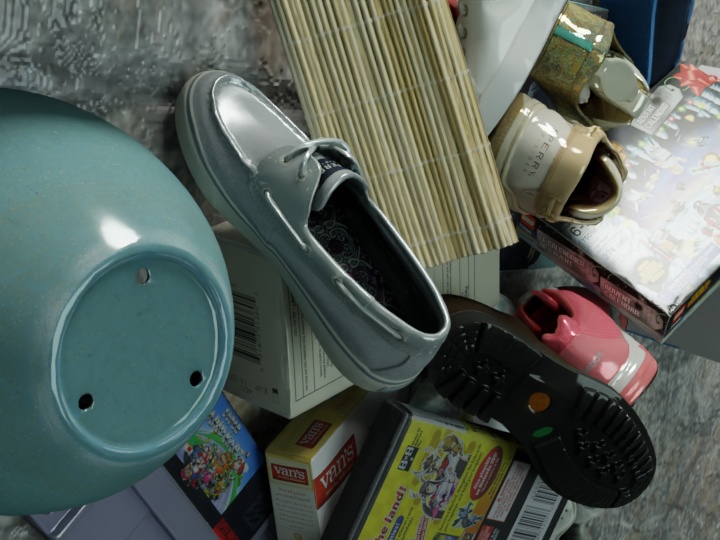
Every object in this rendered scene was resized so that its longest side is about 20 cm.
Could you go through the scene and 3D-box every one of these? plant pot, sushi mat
[{"bbox_3d":[-0.133,0.024,0.573,0.199,0.134,0.202,-12,108,-42],"label":"plant pot"},{"bbox_3d":[0.014,-0.098,0.704,0.012,0.095,0.202,-41,114,-80],"label":"sushi mat"}]

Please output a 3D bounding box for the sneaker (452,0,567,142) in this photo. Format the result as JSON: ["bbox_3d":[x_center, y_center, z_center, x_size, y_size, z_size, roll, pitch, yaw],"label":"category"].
[{"bbox_3d":[0.073,-0.158,0.727,0.201,0.084,0.073,-63,-175,10],"label":"sneaker"}]

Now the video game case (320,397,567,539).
[{"bbox_3d":[0.043,0.192,0.819,0.180,0.025,0.202,20,97,-41],"label":"video game case"}]

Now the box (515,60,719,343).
[{"bbox_3d":[0.229,-0.056,0.934,0.200,0.137,0.040,-40,153,-24],"label":"box"}]

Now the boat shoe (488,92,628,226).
[{"bbox_3d":[0.133,-0.058,0.811,0.074,0.069,0.200,-62,160,9],"label":"boat shoe"}]

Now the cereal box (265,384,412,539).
[{"bbox_3d":[-0.004,0.165,0.852,0.144,0.039,0.202,-46,138,-51],"label":"cereal box"}]

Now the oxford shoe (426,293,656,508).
[{"bbox_3d":[0.113,0.076,0.800,0.073,0.085,0.200,-43,115,9],"label":"oxford shoe"}]

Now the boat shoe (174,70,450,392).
[{"bbox_3d":[-0.020,-0.033,0.668,0.070,0.202,0.071,-29,170,-42],"label":"boat shoe"}]

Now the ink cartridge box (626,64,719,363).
[{"bbox_3d":[0.306,-0.049,1.071,0.200,0.146,0.147,-44,134,-30],"label":"ink cartridge box"}]

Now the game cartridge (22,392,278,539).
[{"bbox_3d":[-0.112,0.137,0.746,0.130,0.038,0.201,-47,136,-21],"label":"game cartridge"}]

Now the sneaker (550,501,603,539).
[{"bbox_3d":[0.161,0.157,1.033,0.074,0.088,0.202,-30,125,-37],"label":"sneaker"}]

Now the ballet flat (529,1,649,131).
[{"bbox_3d":[0.161,-0.128,0.863,0.200,0.070,0.071,17,92,-67],"label":"ballet flat"}]

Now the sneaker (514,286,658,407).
[{"bbox_3d":[0.146,0.036,0.908,0.087,0.200,0.074,41,96,-12],"label":"sneaker"}]

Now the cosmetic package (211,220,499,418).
[{"bbox_3d":[0.000,0.000,0.789,0.199,0.071,0.106,-23,120,-42],"label":"cosmetic package"}]

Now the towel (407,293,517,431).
[{"bbox_3d":[0.075,0.142,0.923,0.171,0.048,0.202,-52,143,-55],"label":"towel"}]

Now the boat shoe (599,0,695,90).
[{"bbox_3d":[0.218,-0.229,0.961,0.068,0.084,0.201,-31,143,-33],"label":"boat shoe"}]

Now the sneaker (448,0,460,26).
[{"bbox_3d":[0.069,-0.168,0.804,0.201,0.070,0.098,-47,135,-24],"label":"sneaker"}]

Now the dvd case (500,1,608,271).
[{"bbox_3d":[0.117,-0.097,0.928,0.145,0.022,0.202,-3,106,-49],"label":"dvd case"}]
